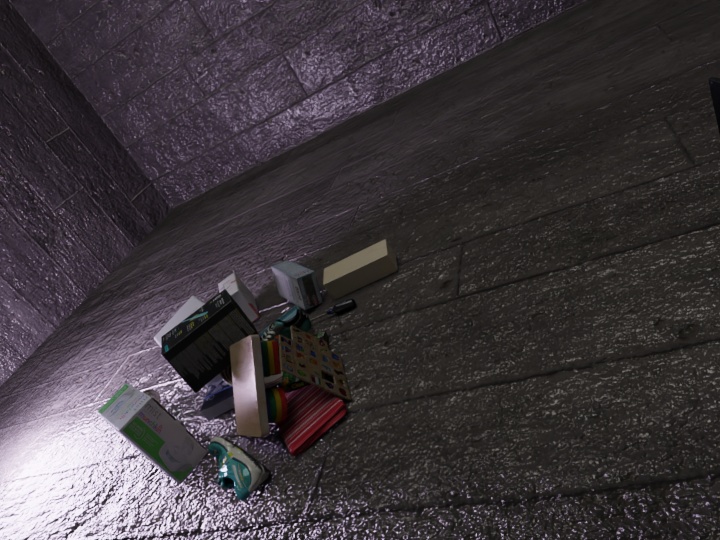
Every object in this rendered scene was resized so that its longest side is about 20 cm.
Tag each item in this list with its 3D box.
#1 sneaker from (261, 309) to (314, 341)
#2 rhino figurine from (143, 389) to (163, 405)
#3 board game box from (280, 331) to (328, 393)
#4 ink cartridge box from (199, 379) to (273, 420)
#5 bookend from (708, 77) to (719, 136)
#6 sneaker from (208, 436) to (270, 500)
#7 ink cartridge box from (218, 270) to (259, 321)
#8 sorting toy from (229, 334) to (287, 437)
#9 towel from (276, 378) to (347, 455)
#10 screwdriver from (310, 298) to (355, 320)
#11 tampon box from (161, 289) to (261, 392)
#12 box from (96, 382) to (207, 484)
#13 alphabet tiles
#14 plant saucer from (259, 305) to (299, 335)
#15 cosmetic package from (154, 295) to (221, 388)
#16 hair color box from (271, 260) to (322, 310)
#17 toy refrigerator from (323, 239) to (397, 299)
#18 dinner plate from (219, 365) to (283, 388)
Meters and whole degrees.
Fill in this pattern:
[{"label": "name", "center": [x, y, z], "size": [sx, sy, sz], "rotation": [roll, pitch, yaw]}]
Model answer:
[{"label": "sneaker", "center": [-0.214, 0.166, 1.320], "size": [0.199, 0.080, 0.071], "rotation": [-31, 24, -19]}, {"label": "rhino figurine", "center": [-0.578, 0.390, 1.462], "size": [0.087, 0.060, 0.200], "rotation": [-30, 27, -18]}, {"label": "board game box", "center": [-0.129, 0.212, 1.263], "size": [0.104, 0.024, 0.200], "rotation": [-23, 19, 6]}, {"label": "ink cartridge box", "center": [-0.304, 0.294, 1.344], "size": [0.199, 0.039, 0.100], "rotation": [-26, 26, 12]}, {"label": "bookend", "center": [0.771, -0.298, 0.969], "size": [0.198, 0.200, 0.092], "rotation": [-27, 27, 13]}, {"label": "sneaker", "center": [-0.265, 0.397, 1.088], "size": [0.199, 0.078, 0.080], "rotation": [7, 55, 53]}, {"label": "ink cartridge box", "center": [-0.391, 0.087, 1.709], "size": [0.067, 0.117, 0.200], "rotation": [-34, 25, -3]}, {"label": "sorting toy", "center": [-0.218, 0.248, 1.154], "size": [0.069, 0.200, 0.200], "rotation": [-2, -13, -27]}, {"label": "towel", "center": [-0.115, 0.297, 1.146], "size": [0.144, 0.023, 0.200], "rotation": [-40, 25, -8]}, {"label": "screwdriver", "center": [-0.103, 0.117, 1.428], "size": [0.199, 0.028, 0.029], "rotation": [-19, 58, 19]}, {"label": "tampon box", "center": [-0.365, 0.166, 1.311], "size": [0.200, 0.127, 0.150], "rotation": [-38, 20, -10]}, {"label": "box", "center": [-0.473, 0.368, 1.224], "size": [0.176, 0.201, 0.097], "rotation": [3, 44, 49]}, {"label": "alphabet tiles", "center": [-0.105, 0.191, 1.167], "size": [0.008, 0.167, 0.200], "rotation": [-56, 22, 15]}, {"label": "plant saucer", "center": [-0.246, 0.174, 1.509], "size": [0.200, 0.019, 0.070], "rotation": [-39, 26, -10]}, {"label": "cosmetic package", "center": [-0.440, 0.198, 1.493], "size": [0.167, 0.167, 0.200], "rotation": [-51, 31, -15]}, {"label": "hair color box", "center": [-0.189, 0.039, 1.570], "size": [0.060, 0.100, 0.200], "rotation": [-22, 20, -24]}, {"label": "toy refrigerator", "center": [0.000, 0.000, 1.476], "size": [0.199, 0.070, 0.076], "rotation": [-26, 34, 16]}, {"label": "dinner plate", "center": [-0.249, 0.236, 1.333], "size": [0.199, 0.024, 0.201], "rotation": [-1, 29, 1]}]
